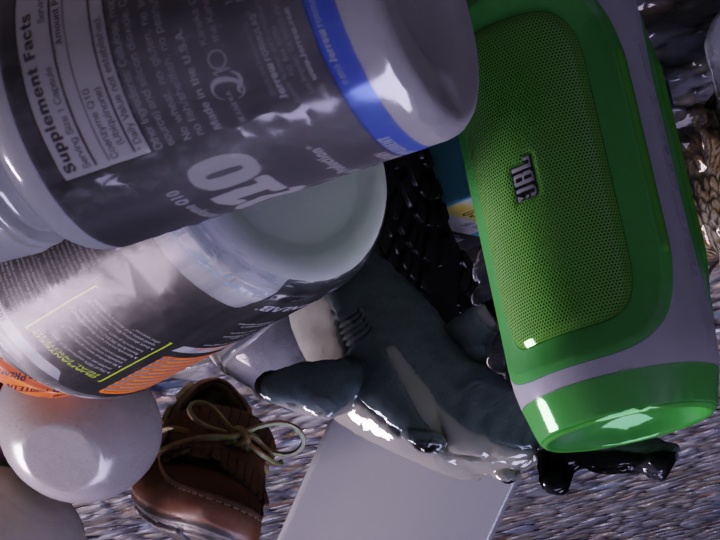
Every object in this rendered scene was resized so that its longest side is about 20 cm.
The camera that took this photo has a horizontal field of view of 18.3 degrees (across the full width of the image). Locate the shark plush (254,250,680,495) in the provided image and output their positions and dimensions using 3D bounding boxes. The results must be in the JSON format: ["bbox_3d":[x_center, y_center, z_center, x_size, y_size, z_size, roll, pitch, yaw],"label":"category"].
[{"bbox_3d":[0.039,0.044,0.960,0.199,0.084,0.091,22,-179,42],"label":"shark plush"}]

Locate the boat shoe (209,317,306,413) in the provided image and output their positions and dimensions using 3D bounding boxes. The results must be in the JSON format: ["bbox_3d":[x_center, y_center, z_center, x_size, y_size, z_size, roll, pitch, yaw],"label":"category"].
[{"bbox_3d":[-0.038,0.047,1.230,0.072,0.069,0.200,-36,175,-7],"label":"boat shoe"}]

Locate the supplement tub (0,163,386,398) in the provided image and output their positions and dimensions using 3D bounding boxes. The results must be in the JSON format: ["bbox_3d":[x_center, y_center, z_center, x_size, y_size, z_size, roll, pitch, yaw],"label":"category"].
[{"bbox_3d":[-0.092,-0.017,0.981,0.122,0.123,0.200,2,160,-41],"label":"supplement tub"}]

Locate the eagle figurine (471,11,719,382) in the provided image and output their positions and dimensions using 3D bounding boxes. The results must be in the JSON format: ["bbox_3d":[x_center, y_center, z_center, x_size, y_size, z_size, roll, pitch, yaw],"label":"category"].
[{"bbox_3d":[0.158,-0.024,1.037,0.152,0.151,0.200,42,139,-23],"label":"eagle figurine"}]

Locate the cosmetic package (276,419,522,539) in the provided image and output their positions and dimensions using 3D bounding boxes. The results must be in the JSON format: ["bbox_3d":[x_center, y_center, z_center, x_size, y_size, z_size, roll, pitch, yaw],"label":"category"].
[{"bbox_3d":[0.034,0.106,1.249,0.112,0.201,0.081,27,-160,6],"label":"cosmetic package"}]

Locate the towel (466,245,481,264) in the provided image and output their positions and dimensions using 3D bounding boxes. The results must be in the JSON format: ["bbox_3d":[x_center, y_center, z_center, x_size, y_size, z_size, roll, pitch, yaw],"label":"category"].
[{"bbox_3d":[0.030,-0.014,1.287,0.199,0.023,0.144,-11,164,-2],"label":"towel"}]

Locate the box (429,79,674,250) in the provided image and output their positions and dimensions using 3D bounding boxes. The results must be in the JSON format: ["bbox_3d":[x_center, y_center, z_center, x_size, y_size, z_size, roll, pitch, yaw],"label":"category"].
[{"bbox_3d":[0.056,-0.047,1.126,0.199,0.049,0.082,-21,162,31],"label":"box"}]

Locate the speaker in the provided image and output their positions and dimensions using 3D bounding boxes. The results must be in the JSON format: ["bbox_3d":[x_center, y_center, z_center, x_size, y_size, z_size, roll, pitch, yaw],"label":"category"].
[{"bbox_3d":[0.087,-0.032,0.907,0.088,0.201,0.088,-11,165,-3],"label":"speaker"}]

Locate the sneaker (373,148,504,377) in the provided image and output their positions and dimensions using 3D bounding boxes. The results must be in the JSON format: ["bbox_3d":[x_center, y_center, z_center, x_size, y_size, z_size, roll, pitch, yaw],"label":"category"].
[{"bbox_3d":[0.000,0.000,1.078,0.087,0.076,0.201,-5,130,28],"label":"sneaker"}]

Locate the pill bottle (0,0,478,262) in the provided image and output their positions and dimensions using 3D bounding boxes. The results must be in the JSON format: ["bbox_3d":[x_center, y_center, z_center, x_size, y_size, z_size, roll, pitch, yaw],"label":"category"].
[{"bbox_3d":[-0.068,-0.073,0.809,0.199,0.114,0.114,-17,164,21],"label":"pill bottle"}]

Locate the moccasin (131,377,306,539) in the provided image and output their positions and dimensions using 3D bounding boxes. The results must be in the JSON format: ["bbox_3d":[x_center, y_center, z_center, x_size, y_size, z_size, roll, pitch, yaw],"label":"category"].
[{"bbox_3d":[-0.076,0.100,1.188,0.073,0.078,0.201,28,-174,-5],"label":"moccasin"}]

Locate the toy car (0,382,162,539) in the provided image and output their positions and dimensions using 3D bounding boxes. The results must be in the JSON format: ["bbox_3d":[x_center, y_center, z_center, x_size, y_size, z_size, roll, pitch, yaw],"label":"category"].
[{"bbox_3d":[-0.180,0.062,1.154,0.149,0.175,0.200,30,118,-9],"label":"toy car"}]
